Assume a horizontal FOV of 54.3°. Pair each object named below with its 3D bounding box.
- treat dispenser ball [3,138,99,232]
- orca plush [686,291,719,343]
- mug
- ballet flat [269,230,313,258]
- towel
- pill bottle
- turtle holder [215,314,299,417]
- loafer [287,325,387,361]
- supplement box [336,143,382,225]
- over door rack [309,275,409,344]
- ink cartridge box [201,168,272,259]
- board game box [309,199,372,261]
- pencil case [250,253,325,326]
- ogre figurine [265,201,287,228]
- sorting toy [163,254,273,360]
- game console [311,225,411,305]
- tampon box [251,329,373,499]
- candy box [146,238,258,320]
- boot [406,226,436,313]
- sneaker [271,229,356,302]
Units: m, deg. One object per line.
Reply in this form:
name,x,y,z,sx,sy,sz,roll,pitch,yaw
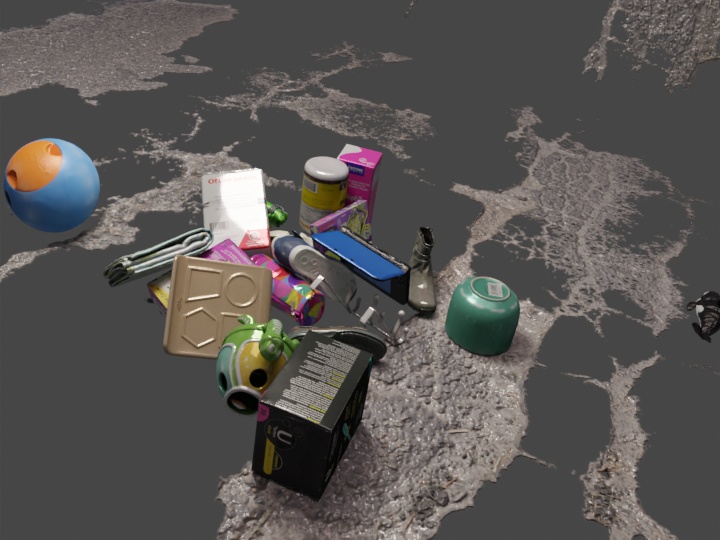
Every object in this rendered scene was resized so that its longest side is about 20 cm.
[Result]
treat dispenser ball,-0.682,-0.187,1.556,0.195,0.205,0.203,7,31,-4
orca plush,0.844,0.089,1.695,0.104,0.073,0.198,33,38,32
mug,0.252,0.077,1.497,0.150,0.117,0.184,-18,42,-38
ballet flat,-0.160,-0.057,1.636,0.194,0.065,0.076,5,31,-9
towel,-0.414,-0.026,1.434,0.197,0.049,0.170,-23,4,-37
pill bottle,-0.090,-0.160,1.686,0.106,0.204,0.110,7,31,-4
turtle holder,-0.167,0.165,1.187,0.183,0.141,0.134,-22,35,31
loafer,-0.046,0.133,1.370,0.194,0.074,0.063,4,26,-6
supplement box,-0.015,-0.197,1.767,0.099,0.204,0.104,14,31,8
over door rack,0.009,0.070,1.395,0.146,0.068,0.200,30,-3,30
ink cartridge box,-0.277,-0.116,1.572,0.140,0.084,0.205,-6,65,-6
board game box,-0.041,-0.079,1.654,0.032,0.123,0.199,10,26,34
pencil case,-0.161,0.042,1.465,0.198,0.090,0.087,31,37,32
ogre figurine,-0.284,-0.119,1.674,0.199,0.099,0.120,-41,65,-13
sorting toy,-0.265,0.075,1.322,0.195,0.036,0.190,10,70,-21
game console,0.000,0.000,1.515,0.198,0.173,0.118,33,55,27
tampon box,-0.075,0.226,1.132,0.123,0.153,0.201,18,32,12
candy box,-0.307,0.032,1.404,0.198,0.062,0.136,-33,49,-25
boot,0.140,-0.007,1.580,0.066,0.133,0.202,5,32,-7
sneaker,-0.108,-0.013,1.527,0.199,0.082,0.146,35,-3,-38
